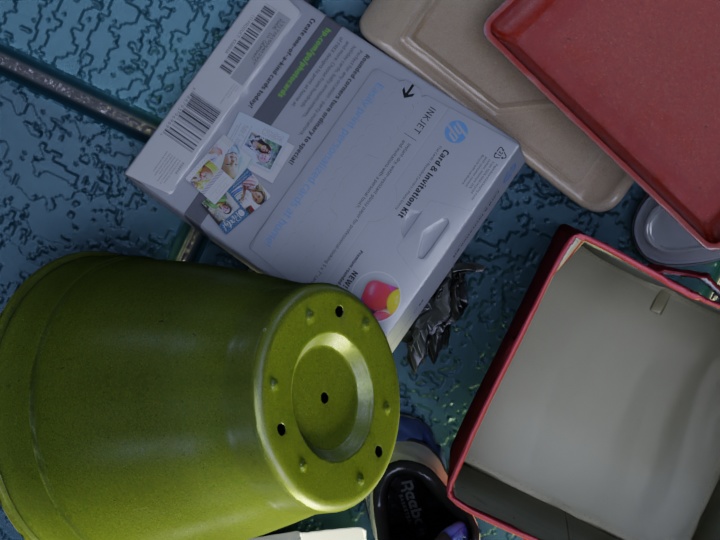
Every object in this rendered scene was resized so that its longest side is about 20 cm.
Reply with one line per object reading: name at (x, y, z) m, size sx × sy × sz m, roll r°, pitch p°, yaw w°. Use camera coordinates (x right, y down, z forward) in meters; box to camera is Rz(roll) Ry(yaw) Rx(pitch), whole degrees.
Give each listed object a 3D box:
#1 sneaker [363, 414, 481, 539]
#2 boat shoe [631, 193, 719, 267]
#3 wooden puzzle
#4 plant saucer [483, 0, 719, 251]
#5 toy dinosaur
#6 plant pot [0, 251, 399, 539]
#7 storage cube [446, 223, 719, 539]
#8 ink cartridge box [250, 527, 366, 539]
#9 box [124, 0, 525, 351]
sneaker at (0.050, 0.199, 1.350) m, size 0.080 × 0.115 × 0.200 m, roll -25°, pitch 100°, yaw 3°
boat shoe at (0.255, -0.057, 1.312) m, size 0.199 × 0.065 × 0.074 m, roll -29°, pitch 87°, yaw 26°
wooden puzzle at (0.125, -0.164, 1.317) m, size 0.200 × 0.037 × 0.185 m, roll 36°, pitch 81°, yaw -4°
plant saucer at (0.210, -0.142, 1.278) m, size 0.200 × 0.037 × 0.200 m, roll 45°, pitch 81°, yaw 8°
toy dinosaur at (0.000, 0.000, 1.330) m, size 0.135 × 0.102 × 0.201 m, roll 31°, pitch 119°, yaw 9°
plant pot at (-0.086, 0.079, 1.230) m, size 0.192 × 0.200 × 0.202 m, roll -7°, pitch 103°, yaw 38°
storage cube at (0.162, 0.087, 1.288) m, size 0.170 × 0.180 × 0.201 m, roll 26°, pitch 95°, yaw 1°
ink cartridge box at (-0.086, 0.239, 1.352) m, size 0.199 × 0.068 × 0.118 m, roll -9°, pitch 131°, yaw -1°
box at (-0.022, -0.064, 1.289) m, size 0.200 × 0.041 × 0.156 m, roll 34°, pitch 86°, yaw 17°
